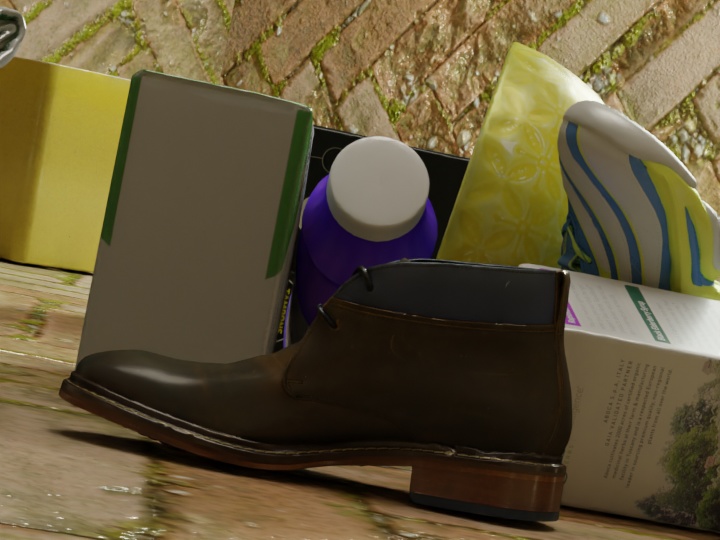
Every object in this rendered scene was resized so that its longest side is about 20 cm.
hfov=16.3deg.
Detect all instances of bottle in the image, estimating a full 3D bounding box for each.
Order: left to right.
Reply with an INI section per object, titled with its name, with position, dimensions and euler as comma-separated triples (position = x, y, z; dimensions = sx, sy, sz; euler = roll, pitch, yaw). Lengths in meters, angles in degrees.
[bottle]
position = 0.000, 0.000, 1.231
dimensions = 0.065, 0.084, 0.200
euler = 6, -25, -3

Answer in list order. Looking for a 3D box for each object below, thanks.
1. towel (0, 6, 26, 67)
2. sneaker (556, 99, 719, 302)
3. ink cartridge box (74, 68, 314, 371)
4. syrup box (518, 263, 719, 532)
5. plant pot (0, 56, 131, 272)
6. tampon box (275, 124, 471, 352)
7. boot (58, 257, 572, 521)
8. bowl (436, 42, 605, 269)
[towel]
position = -0.255, -0.054, 1.184
dimensions = 0.199, 0.031, 0.149
euler = -24, 11, 46
[sneaker]
position = 0.117, 0.023, 1.132
dimensions = 0.076, 0.105, 0.201
euler = 28, -26, 52
[ink cartridge box]
position = -0.073, -0.011, 1.178
dimensions = 0.083, 0.146, 0.200
euler = 11, 1, -1
[syrup box]
position = 0.157, 0.062, 1.080
dimensions = 0.198, 0.079, 0.082
euler = 11, 19, -9
[plant pot]
position = -0.288, -0.096, 2.279
dimensions = 0.199, 0.178, 0.199
euler = 12, 3, 41
[tampon box]
position = -0.009, -0.013, 1.661
dimensions = 0.198, 0.151, 0.126
euler = 11, 1, -1
[boot]
position = -0.012, 0.031, 0.974
dimensions = 0.198, 0.098, 0.075
euler = 11, 1, 0
[bowl]
position = 0.092, -0.001, 1.239
dimensions = 0.107, 0.202, 0.200
euler = 18, 2, 2
